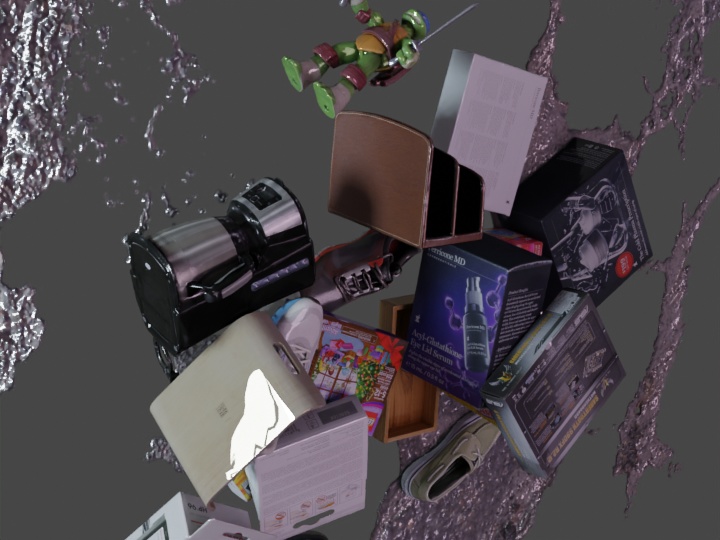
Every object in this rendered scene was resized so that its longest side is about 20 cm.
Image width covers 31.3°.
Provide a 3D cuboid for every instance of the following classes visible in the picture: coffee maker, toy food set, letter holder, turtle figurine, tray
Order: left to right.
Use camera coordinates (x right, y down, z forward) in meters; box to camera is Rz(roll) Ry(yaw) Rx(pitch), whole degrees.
[{"bbox_3d":[-0.165,0.004,1.539,0.198,0.135,0.193,-25,154,-28],"label":"coffee maker"},{"bbox_3d":[-0.146,0.165,1.507,0.200,0.144,0.060,-44,154,16],"label":"toy food set"},{"bbox_3d":[0.006,-0.291,1.553,0.193,0.200,0.144,-38,91,-17],"label":"turtle figurine"},{"bbox_3d":[0.057,-0.125,1.607,0.100,0.199,0.144,-9,110,-35],"label":"letter holder"},{"bbox_3d":[0.068,0.135,1.813,0.098,0.037,0.203,-9,111,-36],"label":"tray"}]

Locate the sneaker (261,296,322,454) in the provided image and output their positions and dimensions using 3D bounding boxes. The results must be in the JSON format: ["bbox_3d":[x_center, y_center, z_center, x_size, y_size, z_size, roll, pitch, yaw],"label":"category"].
[{"bbox_3d":[-0.086,0.131,1.543,0.074,0.086,0.202,21,94,-39],"label":"sneaker"}]

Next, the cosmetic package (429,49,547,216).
[{"bbox_3d":[0.168,-0.188,1.772,0.149,0.051,0.203,10,98,-38],"label":"cosmetic package"}]

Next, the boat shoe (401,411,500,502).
[{"bbox_3d":[0.150,0.280,1.908,0.199,0.062,0.073,-37,125,-24],"label":"boat shoe"}]

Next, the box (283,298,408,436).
[{"bbox_3d":[-0.039,0.129,1.665,0.199,0.039,0.138,19,94,-41],"label":"box"}]

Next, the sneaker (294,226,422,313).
[{"bbox_3d":[0.000,0.000,1.681,0.199,0.082,0.078,-40,125,-22],"label":"sneaker"}]

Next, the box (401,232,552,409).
[{"bbox_3d":[0.153,0.060,1.719,0.104,0.147,0.203,-11,116,-46],"label":"box"}]

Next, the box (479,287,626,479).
[{"bbox_3d":[0.259,0.148,1.705,0.200,0.048,0.159,-47,126,-23],"label":"box"}]

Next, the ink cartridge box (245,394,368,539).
[{"bbox_3d":[-0.069,0.263,1.675,0.160,0.050,0.202,-18,140,-19],"label":"ink cartridge box"}]

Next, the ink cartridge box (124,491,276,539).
[{"bbox_3d":[-0.210,0.342,1.577,0.200,0.068,0.115,-41,136,25],"label":"ink cartridge box"}]

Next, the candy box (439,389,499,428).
[{"bbox_3d":[0.194,0.190,1.823,0.101,0.199,0.027,10,103,-39],"label":"candy box"}]

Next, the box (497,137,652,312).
[{"bbox_3d":[0.319,-0.058,1.901,0.182,0.104,0.201,-39,125,-20],"label":"box"}]

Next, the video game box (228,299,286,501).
[{"bbox_3d":[-0.128,0.167,1.662,0.200,0.047,0.183,-45,125,-18],"label":"video game box"}]

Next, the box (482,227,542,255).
[{"bbox_3d":[0.184,0.047,1.834,0.099,0.095,0.203,-5,108,-38],"label":"box"}]

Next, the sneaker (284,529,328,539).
[{"bbox_3d":[-0.106,0.408,1.718,0.198,0.114,0.077,-2,109,-40],"label":"sneaker"}]
